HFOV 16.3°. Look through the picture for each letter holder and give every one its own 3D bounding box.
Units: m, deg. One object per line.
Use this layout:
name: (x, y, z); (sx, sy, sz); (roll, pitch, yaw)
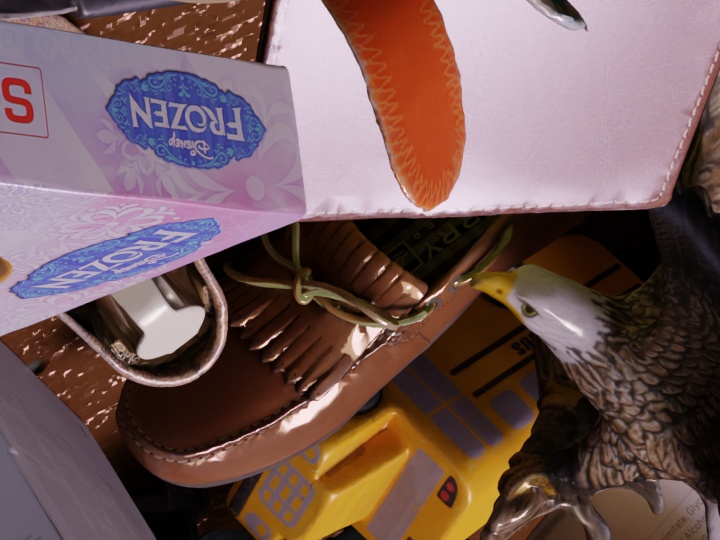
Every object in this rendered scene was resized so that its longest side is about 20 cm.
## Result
letter holder: (0.030, -0.120, 0.642); (0.141, 0.101, 0.201); (-5, 131, -28)

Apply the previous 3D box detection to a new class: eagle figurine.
eagle figurine: (0.110, 0.019, 0.845); (0.150, 0.152, 0.200); (-3, 148, -38)

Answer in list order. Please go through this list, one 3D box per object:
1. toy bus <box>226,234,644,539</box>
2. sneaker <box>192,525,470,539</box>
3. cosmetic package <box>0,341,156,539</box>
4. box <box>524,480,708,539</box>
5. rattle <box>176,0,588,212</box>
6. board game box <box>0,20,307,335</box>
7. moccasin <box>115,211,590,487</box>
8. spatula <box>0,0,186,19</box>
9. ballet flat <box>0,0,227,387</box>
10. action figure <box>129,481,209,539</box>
toy bus: (0.038, 0.053, 0.977); (0.200, 0.078, 0.065); (-31, 160, -47)
sneaker: (0.012, 0.146, 0.990); (0.200, 0.095, 0.080); (2, 99, -54)
cosmetic package: (-0.105, 0.087, 0.808); (0.052, 0.151, 0.200); (-32, 154, -1)
box: (0.195, 0.068, 1.066); (0.199, 0.131, 0.200); (-42, 171, -45)
rattle: (-0.032, -0.125, 0.480); (0.130, 0.200, 0.143); (-19, 150, -29)
board game box: (-0.151, -0.012, 0.595); (0.199, 0.041, 0.199); (5, 162, -45)
moccasin: (0.001, 0.001, 0.872); (0.201, 0.074, 0.078); (-31, 154, -10)
spatula: (-0.088, -0.077, 0.683); (0.021, 0.057, 0.200); (-20, 178, 43)
ballet flat: (-0.082, -0.017, 0.755); (0.068, 0.067, 0.200); (-36, 154, 1)
action figure: (-0.124, 0.182, 1.004); (0.193, 0.105, 0.200); (-6, 140, -28)
